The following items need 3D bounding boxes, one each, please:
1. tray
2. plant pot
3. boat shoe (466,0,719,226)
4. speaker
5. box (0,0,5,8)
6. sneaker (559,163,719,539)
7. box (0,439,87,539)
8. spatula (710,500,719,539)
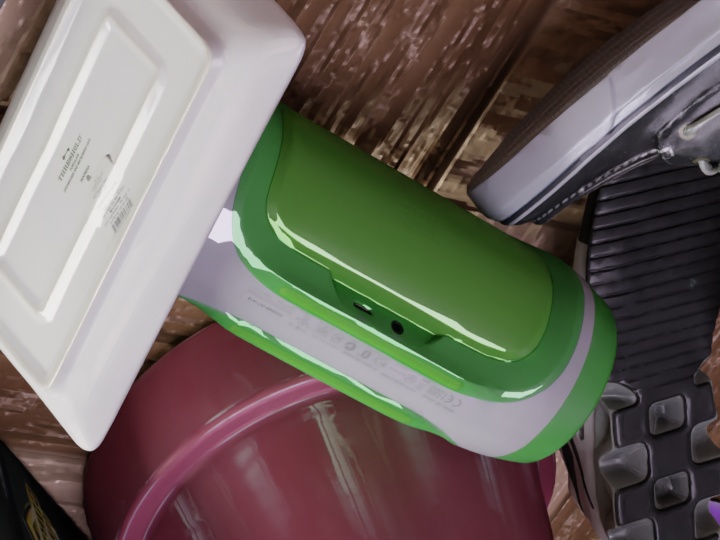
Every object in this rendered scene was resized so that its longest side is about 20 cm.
[{"bbox_3d":[-0.096,-0.038,1.070,0.022,0.107,0.200,-13,141,-47],"label":"tray"},{"bbox_3d":[0.003,0.134,1.235,0.200,0.179,0.200,-13,135,-13],"label":"plant pot"},{"bbox_3d":[0.135,-0.070,1.158,0.200,0.072,0.071,-36,100,10],"label":"boat shoe"},{"bbox_3d":[0.000,0.000,1.140,0.200,0.089,0.088,29,116,-25],"label":"speaker"},{"bbox_3d":[-0.240,-0.075,1.009,0.200,0.049,0.161,12,124,-34],"label":"box"},{"bbox_3d":[0.106,0.024,1.259,0.074,0.088,0.200,-8,110,-26],"label":"sneaker"},{"bbox_3d":[-0.116,0.182,1.209,0.046,0.200,0.159,-27,138,5],"label":"box"},{"bbox_3d":[0.131,0.190,1.467,0.056,0.021,0.200,18,124,-30],"label":"spatula"}]
